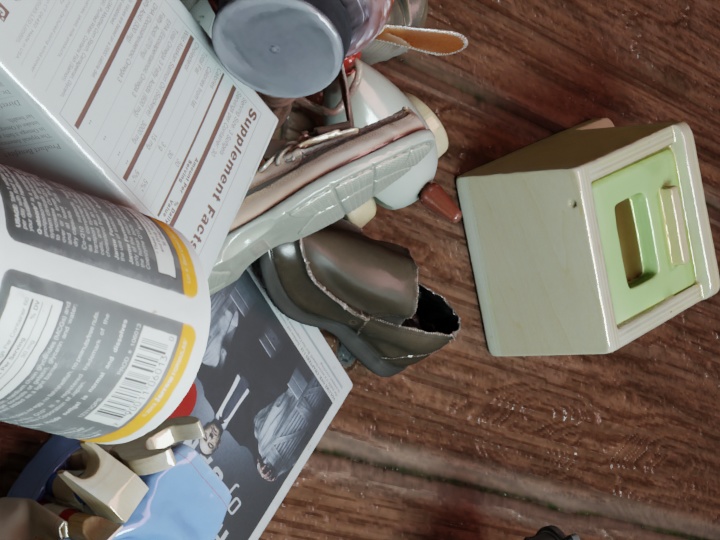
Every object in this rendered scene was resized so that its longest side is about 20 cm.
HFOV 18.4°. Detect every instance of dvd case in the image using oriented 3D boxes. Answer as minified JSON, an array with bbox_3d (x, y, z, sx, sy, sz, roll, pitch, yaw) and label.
[{"bbox_3d":[-0.088,0.084,1.299,0.151,0.025,0.200,59,45,-30],"label":"dvd case"}]

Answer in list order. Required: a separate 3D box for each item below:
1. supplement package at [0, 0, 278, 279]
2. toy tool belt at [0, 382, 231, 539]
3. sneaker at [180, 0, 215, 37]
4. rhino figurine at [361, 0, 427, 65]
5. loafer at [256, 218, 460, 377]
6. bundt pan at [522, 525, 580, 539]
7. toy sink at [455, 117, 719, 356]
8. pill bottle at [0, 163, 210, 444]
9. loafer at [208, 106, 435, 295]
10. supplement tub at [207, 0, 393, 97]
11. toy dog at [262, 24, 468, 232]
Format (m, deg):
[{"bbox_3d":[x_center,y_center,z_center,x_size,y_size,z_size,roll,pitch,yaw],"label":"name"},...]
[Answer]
[{"bbox_3d":[-0.156,-0.093,1.152,0.200,0.116,0.118,50,49,-38],"label":"supplement package"},{"bbox_3d":[-0.122,0.130,1.149,0.125,0.122,0.201,50,63,-34],"label":"toy tool belt"},{"bbox_3d":[-0.117,-0.201,1.258,0.092,0.075,0.201,25,60,-40],"label":"sneaker"},{"bbox_3d":[-0.026,-0.160,1.366,0.199,0.060,0.088,-20,119,-48],"label":"rhino figurine"},{"bbox_3d":[0.000,0.000,1.356,0.200,0.071,0.073,37,40,-55],"label":"loafer"},{"bbox_3d":[0.105,0.268,1.415,0.075,0.202,0.203,-8,94,-19],"label":"bundt pan"},{"bbox_3d":[0.176,-0.030,1.571,0.200,0.112,0.131,-23,105,-50],"label":"toy sink"},{"bbox_3d":[-0.174,0.009,1.035,0.199,0.116,0.117,20,72,-46],"label":"pill bottle"},{"bbox_3d":[-0.055,-0.045,1.246,0.063,0.199,0.072,57,-7,13],"label":"loafer"},{"bbox_3d":[-0.025,-0.185,1.205,0.107,0.106,0.201,53,36,-35],"label":"supplement tub"},{"bbox_3d":[0.015,-0.090,1.333,0.132,0.096,0.200,-56,151,-3],"label":"toy dog"}]
